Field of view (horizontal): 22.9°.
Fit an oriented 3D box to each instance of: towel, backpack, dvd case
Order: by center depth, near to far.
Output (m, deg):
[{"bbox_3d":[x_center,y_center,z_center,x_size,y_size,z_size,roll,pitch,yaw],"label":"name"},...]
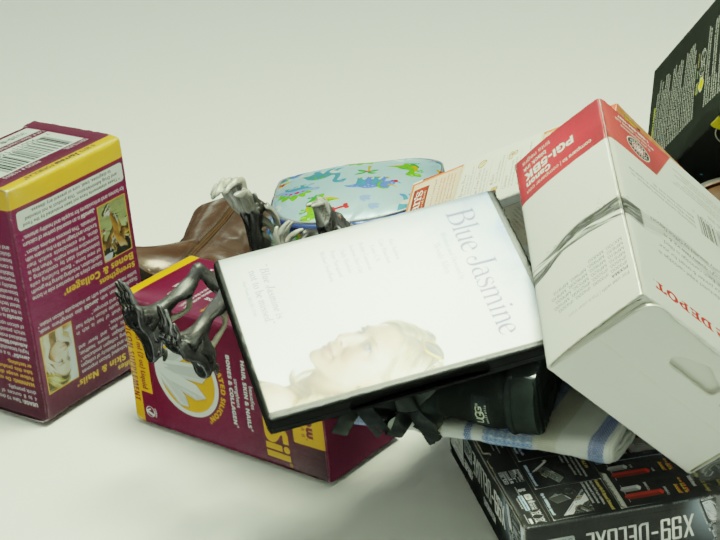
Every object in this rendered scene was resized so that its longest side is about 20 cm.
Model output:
[{"bbox_3d":[0.017,0.023,1.150,0.199,0.018,0.143,-14,48,-10],"label":"dvd case"},{"bbox_3d":[0.109,0.082,1.223,0.199,0.024,0.147,5,28,28],"label":"towel"},{"bbox_3d":[0.000,0.000,1.443,0.182,0.148,0.200,-6,27,6],"label":"backpack"}]

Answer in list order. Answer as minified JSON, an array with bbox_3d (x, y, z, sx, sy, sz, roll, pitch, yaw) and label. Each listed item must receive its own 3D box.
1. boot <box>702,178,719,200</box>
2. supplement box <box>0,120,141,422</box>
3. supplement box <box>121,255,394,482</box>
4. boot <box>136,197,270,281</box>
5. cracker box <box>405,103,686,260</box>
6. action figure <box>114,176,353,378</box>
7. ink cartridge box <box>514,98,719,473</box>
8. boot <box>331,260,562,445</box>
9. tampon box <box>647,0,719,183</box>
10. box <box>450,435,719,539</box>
[{"bbox_3d":[0.290,0.008,1.344,0.186,0.064,0.200,-30,29,-12],"label":"boot"},{"bbox_3d":[-0.256,-0.002,1.424,0.103,0.201,0.131,11,28,34],"label":"supplement box"},{"bbox_3d":[-0.077,0.071,1.338,0.199,0.111,0.086,14,31,36],"label":"supplement box"},{"bbox_3d":[-0.169,-0.024,1.628,0.185,0.065,0.200,12,29,5],"label":"boot"},{"bbox_3d":[0.147,-0.036,1.320,0.199,0.134,0.058,-20,43,40],"label":"cracker box"},{"bbox_3d":[-0.065,-0.006,1.250,0.199,0.102,0.119,-29,33,-27],"label":"action figure"},{"bbox_3d":[0.183,0.009,1.146,0.083,0.147,0.201,-38,32,27],"label":"ink cartridge box"},{"bbox_3d":[0.062,0.043,1.210,0.162,0.074,0.198,4,34,21],"label":"boot"},{"bbox_3d":[0.341,-0.136,1.463,0.149,0.127,0.200,13,-23,-9],"label":"tampon box"},{"bbox_3d":[0.159,0.133,1.206,0.157,0.050,0.200,-9,23,-10],"label":"box"}]
